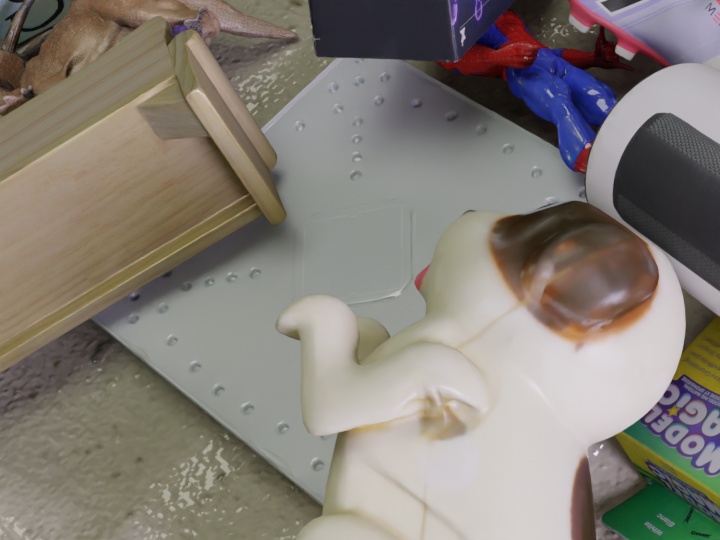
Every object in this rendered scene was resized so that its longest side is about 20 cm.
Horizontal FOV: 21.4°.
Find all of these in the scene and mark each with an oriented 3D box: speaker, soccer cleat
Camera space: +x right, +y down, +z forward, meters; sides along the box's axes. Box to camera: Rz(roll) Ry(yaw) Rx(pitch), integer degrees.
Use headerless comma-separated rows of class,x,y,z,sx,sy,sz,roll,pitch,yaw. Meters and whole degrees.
speaker,0.174,-0.002,0.710,0.081,0.081,0.200,-37,43,-9
soccer cleat,0.153,-0.115,0.843,0.066,0.077,0.200,-2,42,-37

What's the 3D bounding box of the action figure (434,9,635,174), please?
action figure,0.090,-0.090,0.896,0.065,0.052,0.200,-5,30,-32

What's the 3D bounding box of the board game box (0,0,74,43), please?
board game box,-0.177,-0.216,1.079,0.199,0.105,0.103,-27,49,1

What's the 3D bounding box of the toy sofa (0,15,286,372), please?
toy sofa,-0.140,-0.027,0.901,0.199,0.083,0.098,-31,31,5

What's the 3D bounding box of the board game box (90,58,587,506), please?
board game box,0.000,0.000,0.893,0.200,0.026,0.200,-45,51,-15

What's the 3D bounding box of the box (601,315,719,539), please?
box,0.190,0.046,0.751,0.200,0.048,0.117,-47,40,-10

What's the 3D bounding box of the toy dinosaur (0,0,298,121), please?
toy dinosaur,-0.141,-0.115,1.005,0.199,0.086,0.136,-30,42,-9

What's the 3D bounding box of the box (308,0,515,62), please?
box,0.042,-0.202,0.910,0.078,0.142,0.200,7,31,23

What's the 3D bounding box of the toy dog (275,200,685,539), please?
toy dog,0.048,0.067,0.715,0.193,0.139,0.201,21,83,29
